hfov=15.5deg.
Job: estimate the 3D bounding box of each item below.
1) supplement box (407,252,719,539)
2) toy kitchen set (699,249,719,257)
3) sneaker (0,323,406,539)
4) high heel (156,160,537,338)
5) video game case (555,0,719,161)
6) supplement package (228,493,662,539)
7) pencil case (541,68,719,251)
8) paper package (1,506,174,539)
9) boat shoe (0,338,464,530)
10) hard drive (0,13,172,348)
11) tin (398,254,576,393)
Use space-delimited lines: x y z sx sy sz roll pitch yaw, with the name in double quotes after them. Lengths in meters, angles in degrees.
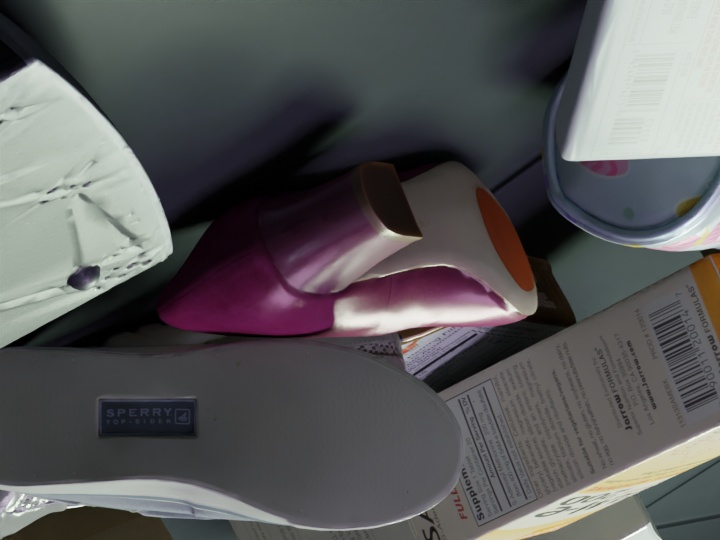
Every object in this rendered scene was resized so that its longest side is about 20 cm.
0.124 0.062 1.234 0.199 0.074 0.126 -29 167 33 "supplement box"
0.298 -0.014 1.282 0.163 0.181 0.199 -40 160 32 "toy kitchen set"
-0.067 0.063 1.064 0.199 0.082 0.075 -26 164 -11 "sneaker"
0.000 0.000 1.038 0.096 0.068 0.200 -26 159 19 "high heel"
0.167 -0.098 0.883 0.180 0.023 0.200 -2 152 -6 "video game case"
0.049 0.143 1.449 0.199 0.122 0.120 -29 164 3 "supplement package"
0.151 -0.049 1.089 0.090 0.084 0.200 -29 166 27 "pencil case"
-0.194 0.196 1.227 0.190 0.104 0.200 -36 164 24 "paper package"
-0.063 0.059 1.005 0.199 0.071 0.072 5 175 -10 "boat shoe"
-0.132 -0.015 0.777 0.134 0.042 0.200 -29 165 -1 "hard drive"
0.035 0.034 1.241 0.112 0.042 0.200 -38 162 16 "tin"
